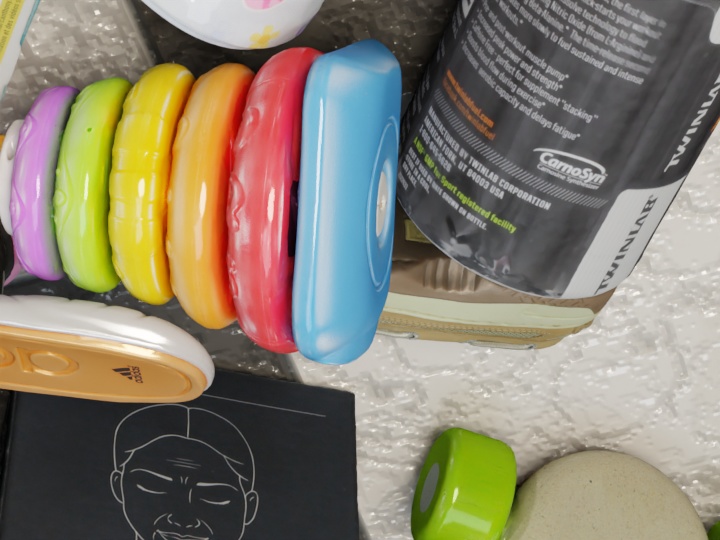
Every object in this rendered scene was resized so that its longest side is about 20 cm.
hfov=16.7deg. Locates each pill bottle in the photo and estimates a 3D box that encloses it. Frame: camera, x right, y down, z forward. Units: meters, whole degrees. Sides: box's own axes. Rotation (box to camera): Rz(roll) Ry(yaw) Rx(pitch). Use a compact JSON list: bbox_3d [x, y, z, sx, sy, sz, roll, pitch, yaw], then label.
[{"bbox_3d":[0.092,-0.095,0.873,0.106,0.107,0.201,16,127,-14],"label":"pill bottle"}]

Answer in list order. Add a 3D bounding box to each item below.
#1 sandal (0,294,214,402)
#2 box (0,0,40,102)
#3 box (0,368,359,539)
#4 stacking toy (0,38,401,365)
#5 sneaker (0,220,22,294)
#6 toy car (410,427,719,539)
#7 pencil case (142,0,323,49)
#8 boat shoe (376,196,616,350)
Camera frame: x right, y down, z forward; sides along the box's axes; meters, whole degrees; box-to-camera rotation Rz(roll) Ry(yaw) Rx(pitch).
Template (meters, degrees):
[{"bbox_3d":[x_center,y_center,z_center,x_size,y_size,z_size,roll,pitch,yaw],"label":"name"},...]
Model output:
[{"bbox_3d":[-0.157,0.039,0.873,0.205,0.060,0.079,6,154,6],"label":"sandal"},{"bbox_3d":[-0.210,-0.131,0.871,0.199,0.049,0.082,17,127,-15],"label":"box"},{"bbox_3d":[-0.082,0.139,0.998,0.148,0.201,0.107,11,130,-10],"label":"box"},{"bbox_3d":[-0.088,-0.031,0.876,0.199,0.116,0.110,5,100,9],"label":"stacking toy"},{"bbox_3d":[-0.208,-0.035,0.922,0.200,0.096,0.079,37,121,-26],"label":"sneaker"},{"bbox_3d":[0.075,0.178,1.106,0.163,0.159,0.200,18,155,-11],"label":"toy car"},{"bbox_3d":[-0.013,-0.168,0.825,0.090,0.083,0.200,19,127,-24],"label":"pencil case"},{"bbox_3d":[0.000,0.000,0.978,0.199,0.072,0.076,15,143,-11],"label":"boat shoe"}]
